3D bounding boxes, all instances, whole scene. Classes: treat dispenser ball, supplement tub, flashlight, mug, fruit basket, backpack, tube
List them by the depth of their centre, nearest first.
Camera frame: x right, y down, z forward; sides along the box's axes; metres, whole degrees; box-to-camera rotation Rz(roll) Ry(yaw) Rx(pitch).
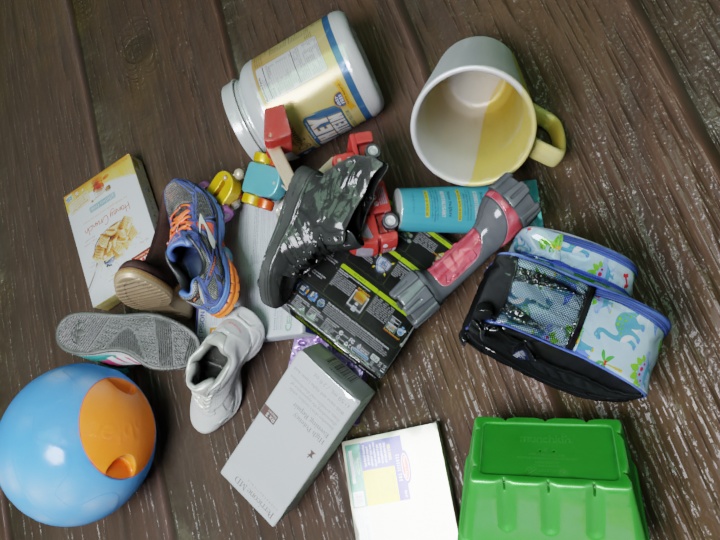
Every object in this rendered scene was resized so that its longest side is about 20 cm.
[{"bbox_3d":[0.207,0.276,0.662,0.208,0.157,0.221,7,122,11],"label":"fruit basket"},{"bbox_3d":[0.225,0.049,0.662,0.195,0.183,0.150,25,83,9],"label":"backpack"},{"bbox_3d":[0.119,-0.024,0.712,0.199,0.068,0.068,-41,80,-2],"label":"flashlight"},{"bbox_3d":[0.137,-0.076,0.764,0.193,0.050,0.080,-2,81,-12],"label":"tube"},{"bbox_3d":[0.153,-0.199,0.766,0.147,0.187,0.155,-25,31,31],"label":"mug"},{"bbox_3d":[-0.374,0.228,0.809,0.194,0.201,0.208,-4,77,17],"label":"treat dispenser ball"},{"bbox_3d":[-0.079,-0.246,0.845,0.196,0.144,0.148,-25,72,12],"label":"supplement tub"}]

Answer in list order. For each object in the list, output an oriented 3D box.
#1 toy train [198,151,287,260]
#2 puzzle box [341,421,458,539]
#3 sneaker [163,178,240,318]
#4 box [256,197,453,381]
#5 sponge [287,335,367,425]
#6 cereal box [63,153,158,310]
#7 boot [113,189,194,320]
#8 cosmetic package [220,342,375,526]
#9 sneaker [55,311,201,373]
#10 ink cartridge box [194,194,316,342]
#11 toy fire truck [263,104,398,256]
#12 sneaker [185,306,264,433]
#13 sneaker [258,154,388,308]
[{"bbox_3d":[-0.157,-0.069,0.832,0.196,0.055,0.154,-26,70,24],"label":"toy train"},{"bbox_3d":[0.055,0.301,0.746,0.129,0.025,0.207,-14,74,15],"label":"puzzle box"},{"bbox_3d":[-0.215,-0.039,0.783,0.075,0.078,0.204,-35,65,19],"label":"sneaker"},{"bbox_3d":[0.000,0.000,0.773,0.197,0.048,0.195,34,74,6],"label":"box"},{"bbox_3d":[-0.036,0.095,0.818,0.108,0.030,0.207,9,81,20],"label":"sponge"},{"bbox_3d":[-0.382,-0.061,0.960,0.141,0.039,0.204,-29,71,10],"label":"cereal box"},{"bbox_3d":[-0.277,-0.032,0.835,0.070,0.200,0.172,-6,73,4],"label":"boot"},{"bbox_3d":[-0.079,0.203,0.761,0.101,0.074,0.203,36,102,15],"label":"cosmetic package"},{"bbox_3d":[-0.312,0.107,0.865,0.193,0.121,0.087,9,78,0],"label":"sneaker"},{"bbox_3d":[-0.146,0.000,0.859,0.195,0.040,0.207,-8,74,30],"label":"ink cartridge box"},{"bbox_3d":[-0.039,-0.109,0.750,0.136,0.049,0.206,-12,76,-8],"label":"toy fire truck"},{"bbox_3d":[-0.200,0.142,0.799,0.077,0.099,0.204,31,117,16],"label":"sneaker"},{"bbox_3d":[-0.043,-0.040,0.689,0.102,0.060,0.206,21,99,19],"label":"sneaker"}]
